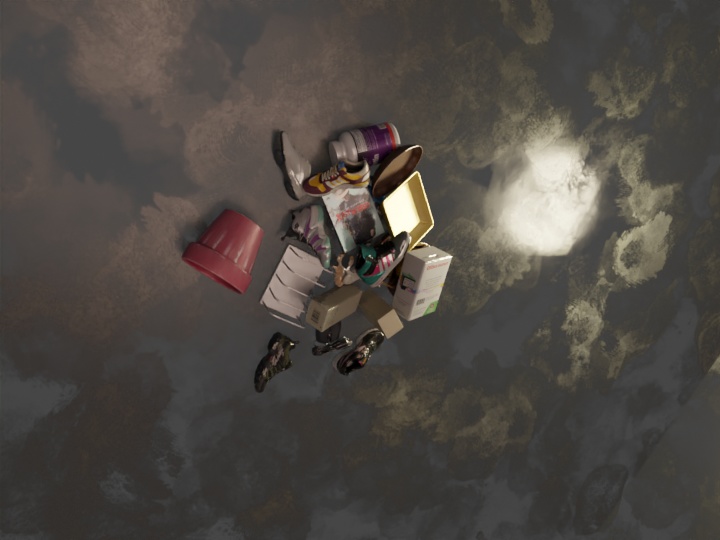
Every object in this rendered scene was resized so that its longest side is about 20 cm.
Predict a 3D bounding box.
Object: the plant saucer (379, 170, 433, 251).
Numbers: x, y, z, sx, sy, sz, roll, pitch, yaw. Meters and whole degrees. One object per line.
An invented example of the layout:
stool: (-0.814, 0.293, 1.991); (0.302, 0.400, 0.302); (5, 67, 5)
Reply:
plant saucer: (0.137, -0.176, 1.734); (0.200, 0.048, 0.202); (-44, 125, -34)

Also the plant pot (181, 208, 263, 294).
plant pot: (-0.365, -0.060, 1.536); (0.199, 0.199, 0.181); (34, 76, -27)

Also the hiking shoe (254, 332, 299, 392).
hiking shoe: (-0.263, 0.301, 1.744); (0.099, 0.076, 0.203); (24, 95, -23)

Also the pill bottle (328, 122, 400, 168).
pill bottle: (0.011, -0.360, 1.629); (0.197, 0.112, 0.114); (-17, 112, -16)

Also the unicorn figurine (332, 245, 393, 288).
unicorn figurine: (0.000, 0.000, 1.724); (0.196, 0.074, 0.140); (-12, 119, -17)

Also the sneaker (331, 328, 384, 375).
sneaker: (0.005, 0.282, 1.842); (0.199, 0.086, 0.081); (-41, 118, -7)

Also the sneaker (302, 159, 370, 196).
sneaker: (-0.071, -0.270, 1.564); (0.196, 0.076, 0.091); (-12, 151, -3)

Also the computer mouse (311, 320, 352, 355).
computer mouse: (-0.097, 0.180, 1.787); (0.136, 0.053, 0.204); (-12, 110, -18)

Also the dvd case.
dvd case: (-0.024, -0.173, 1.653); (0.144, 0.022, 0.203); (-27, 110, -12)

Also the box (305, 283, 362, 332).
box: (-0.078, 0.106, 1.678); (0.199, 0.068, 0.083); (-26, 140, -57)

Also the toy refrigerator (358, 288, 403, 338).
toy refrigerator: (0.058, 0.130, 1.753); (0.069, 0.200, 0.077); (-34, 115, -9)

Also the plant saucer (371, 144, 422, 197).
plant saucer: (0.101, -0.301, 1.645); (0.200, 0.200, 0.035); (-41, 77, -6)

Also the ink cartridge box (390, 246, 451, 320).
ink cartridge box: (0.188, 0.037, 1.723); (0.143, 0.083, 0.203); (-14, 126, -46)

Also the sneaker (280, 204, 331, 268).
sneaker: (-0.164, -0.091, 1.633); (0.137, 0.078, 0.203); (-10, 67, -10)

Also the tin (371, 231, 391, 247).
tin: (0.081, -0.044, 1.799); (0.199, 0.042, 0.112); (-41, 113, -6)

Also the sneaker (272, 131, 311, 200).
sneaker: (-0.191, -0.307, 1.596); (0.086, 0.074, 0.203); (-30, 122, -24)

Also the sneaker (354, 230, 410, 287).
sneaker: (0.050, -0.054, 1.634); (0.120, 0.084, 0.201); (30, 103, -34)

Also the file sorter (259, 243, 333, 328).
file sorter: (-0.190, 0.052, 1.669); (0.137, 0.124, 0.202); (25, 96, -26)

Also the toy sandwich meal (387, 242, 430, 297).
toy sandwich meal: (0.171, 0.006, 1.803); (0.203, 0.070, 0.208); (-22, 132, -26)

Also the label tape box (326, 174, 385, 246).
label tape box: (0.002, -0.194, 1.704); (0.142, 0.066, 0.202); (24, 98, -27)
